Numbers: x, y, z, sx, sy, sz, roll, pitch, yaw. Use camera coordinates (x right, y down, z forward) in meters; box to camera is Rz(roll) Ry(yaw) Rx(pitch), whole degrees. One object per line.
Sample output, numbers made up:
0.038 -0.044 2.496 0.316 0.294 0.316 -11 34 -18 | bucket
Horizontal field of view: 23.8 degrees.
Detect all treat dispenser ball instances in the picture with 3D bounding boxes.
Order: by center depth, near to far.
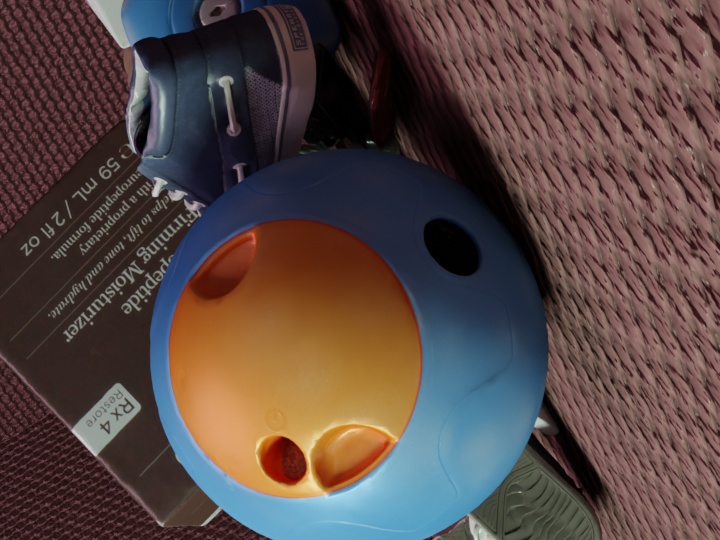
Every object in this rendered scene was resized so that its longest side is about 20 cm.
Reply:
-0.006 0.040 0.856 0.202 0.200 0.201 59 175 8 | treat dispenser ball

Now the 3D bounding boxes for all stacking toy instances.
-0.052 -0.129 1.056 0.110 0.116 0.200 63 -170 18 | stacking toy

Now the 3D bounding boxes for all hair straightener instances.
-0.016 -0.093 0.980 0.200 0.076 0.041 41 -124 -84 | hair straightener

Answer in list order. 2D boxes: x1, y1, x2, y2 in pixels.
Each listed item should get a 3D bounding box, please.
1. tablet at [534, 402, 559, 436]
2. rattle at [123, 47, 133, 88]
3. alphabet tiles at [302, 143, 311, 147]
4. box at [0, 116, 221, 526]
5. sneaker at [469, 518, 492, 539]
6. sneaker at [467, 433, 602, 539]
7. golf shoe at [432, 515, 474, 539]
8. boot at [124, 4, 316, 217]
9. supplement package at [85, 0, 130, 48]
0.049 0.014 1.067 0.200 0.014 0.130 56 -167 31 | tablet
-0.103 -0.204 1.273 0.200 0.129 0.144 -65 -24 -57 | rattle
-0.085 -0.062 1.299 0.200 0.166 0.008 -68 -11 -62 | alphabet tiles
-0.124 0.038 1.105 0.200 0.166 0.164 44 177 10 | box
0.120 0.190 1.249 0.200 0.071 0.073 51 170 50 | sneaker
0.073 0.114 1.088 0.200 0.075 0.106 50 -178 10 | sneaker
0.088 0.215 1.305 0.091 0.076 0.200 20 -146 -5 | golf shoe
-0.083 -0.059 0.919 0.201 0.090 0.073 99 151 -48 | boot
-0.148 -0.240 1.114 0.122 0.119 0.200 61 175 -22 | supplement package
